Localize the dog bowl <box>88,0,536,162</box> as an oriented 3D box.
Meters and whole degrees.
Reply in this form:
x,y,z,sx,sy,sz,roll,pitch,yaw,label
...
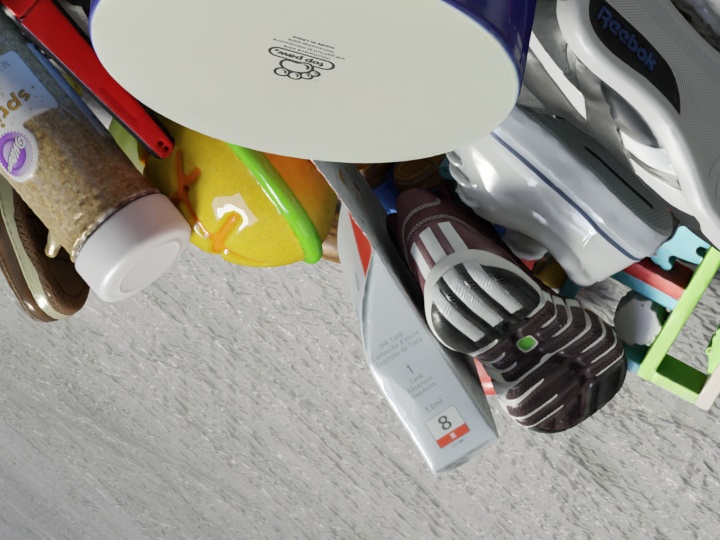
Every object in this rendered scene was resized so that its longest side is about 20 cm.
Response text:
x,y,z,sx,sy,sz,roll,pitch,yaw,label
-0.020,-0.126,1.236,0.200,0.079,0.200,8,157,3,dog bowl

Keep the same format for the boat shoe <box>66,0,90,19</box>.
x,y,z,sx,sy,sz,roll,pitch,yaw,label
-0.142,-0.179,1.528,0.072,0.068,0.200,20,157,30,boat shoe

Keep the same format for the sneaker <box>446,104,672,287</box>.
x,y,z,sx,sy,sz,roll,pitch,yaw,label
0.075,-0.064,1.443,0.200,0.073,0.071,44,114,-14,sneaker

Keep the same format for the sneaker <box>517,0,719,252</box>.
x,y,z,sx,sy,sz,roll,pitch,yaw,label
0.140,-0.080,1.377,0.200,0.073,0.112,50,157,-25,sneaker

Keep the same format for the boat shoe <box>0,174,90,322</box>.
x,y,z,sx,sy,sz,roll,pitch,yaw,label
-0.236,-0.046,1.810,0.075,0.202,0.075,-31,149,23,boat shoe

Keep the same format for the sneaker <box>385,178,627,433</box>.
x,y,z,sx,sy,sz,roll,pitch,yaw,label
0.077,0.008,1.518,0.116,0.076,0.200,60,-172,34,sneaker

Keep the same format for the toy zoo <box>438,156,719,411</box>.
x,y,z,sx,sy,sz,roll,pitch,yaw,label
0.133,-0.013,1.529,0.200,0.020,0.131,29,134,3,toy zoo

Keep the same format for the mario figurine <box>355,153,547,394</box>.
x,y,z,sx,sy,sz,roll,pitch,yaw,label
0.074,-0.015,1.649,0.200,0.106,0.123,58,-176,-34,mario figurine

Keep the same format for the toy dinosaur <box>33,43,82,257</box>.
x,y,z,sx,sy,sz,roll,pitch,yaw,label
-0.199,-0.113,1.729,0.058,0.101,0.200,-13,110,8,toy dinosaur

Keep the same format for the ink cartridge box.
x,y,z,sx,sy,sz,roll,pitch,yaw,label
0.000,0.000,1.514,0.200,0.050,0.162,54,-173,-18,ink cartridge box

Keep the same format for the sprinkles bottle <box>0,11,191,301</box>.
x,y,z,sx,sy,sz,roll,pitch,yaw,label
-0.185,-0.075,1.615,0.200,0.068,0.068,49,165,15,sprinkles bottle

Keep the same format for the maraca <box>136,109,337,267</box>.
x,y,z,sx,sy,sz,roll,pitch,yaw,label
-0.086,-0.075,1.656,0.200,0.107,0.137,43,166,39,maraca

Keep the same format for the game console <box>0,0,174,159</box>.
x,y,z,sx,sy,sz,roll,pitch,yaw,label
-0.198,-0.159,1.594,0.177,0.031,0.200,51,178,-42,game console

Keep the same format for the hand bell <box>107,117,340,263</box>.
x,y,z,sx,sy,sz,roll,pitch,yaw,label
-0.072,-0.041,1.778,0.200,0.104,0.104,17,160,-2,hand bell
